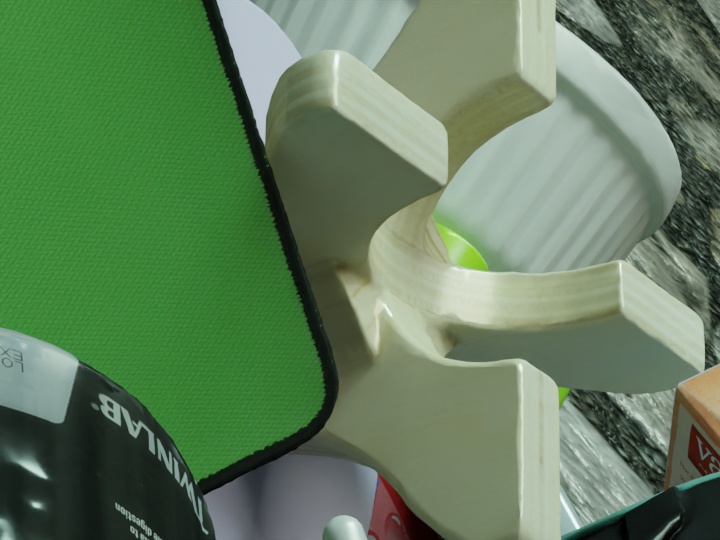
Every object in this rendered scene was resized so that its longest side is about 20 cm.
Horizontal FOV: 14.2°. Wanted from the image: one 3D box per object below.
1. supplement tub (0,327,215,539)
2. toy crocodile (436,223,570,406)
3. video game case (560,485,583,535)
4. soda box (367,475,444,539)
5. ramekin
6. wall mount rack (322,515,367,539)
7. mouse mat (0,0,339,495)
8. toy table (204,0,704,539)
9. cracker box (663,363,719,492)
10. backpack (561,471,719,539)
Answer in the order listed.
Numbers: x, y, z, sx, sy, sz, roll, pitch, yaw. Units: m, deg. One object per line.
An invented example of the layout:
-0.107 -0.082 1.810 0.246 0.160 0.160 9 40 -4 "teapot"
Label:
-0.080 0.111 0.490 0.122 0.123 0.200 35 26 -27 "supplement tub"
0.022 0.036 1.062 0.062 0.068 0.200 12 -27 37 "toy crocodile"
0.056 0.115 0.936 0.182 0.022 0.200 83 -17 -54 "video game case"
-0.051 0.041 0.868 0.200 0.070 0.064 53 33 -31 "soda box"
0.016 -0.040 1.135 0.202 0.094 0.202 28 -17 9 "ramekin"
-0.034 0.140 0.606 0.174 0.199 0.075 -118 -166 -61 "wall mount rack"
-0.106 0.001 0.651 0.008 0.200 0.161 7 -61 60 "mouse mat"
0.000 0.000 0.789 0.184 0.117 0.201 20 58 -53 "toy table"
0.155 0.086 0.862 0.058 0.134 0.200 52 -23 35 "cracker box"
0.097 0.155 0.704 0.153 0.175 0.200 50 13 -42 "backpack"
